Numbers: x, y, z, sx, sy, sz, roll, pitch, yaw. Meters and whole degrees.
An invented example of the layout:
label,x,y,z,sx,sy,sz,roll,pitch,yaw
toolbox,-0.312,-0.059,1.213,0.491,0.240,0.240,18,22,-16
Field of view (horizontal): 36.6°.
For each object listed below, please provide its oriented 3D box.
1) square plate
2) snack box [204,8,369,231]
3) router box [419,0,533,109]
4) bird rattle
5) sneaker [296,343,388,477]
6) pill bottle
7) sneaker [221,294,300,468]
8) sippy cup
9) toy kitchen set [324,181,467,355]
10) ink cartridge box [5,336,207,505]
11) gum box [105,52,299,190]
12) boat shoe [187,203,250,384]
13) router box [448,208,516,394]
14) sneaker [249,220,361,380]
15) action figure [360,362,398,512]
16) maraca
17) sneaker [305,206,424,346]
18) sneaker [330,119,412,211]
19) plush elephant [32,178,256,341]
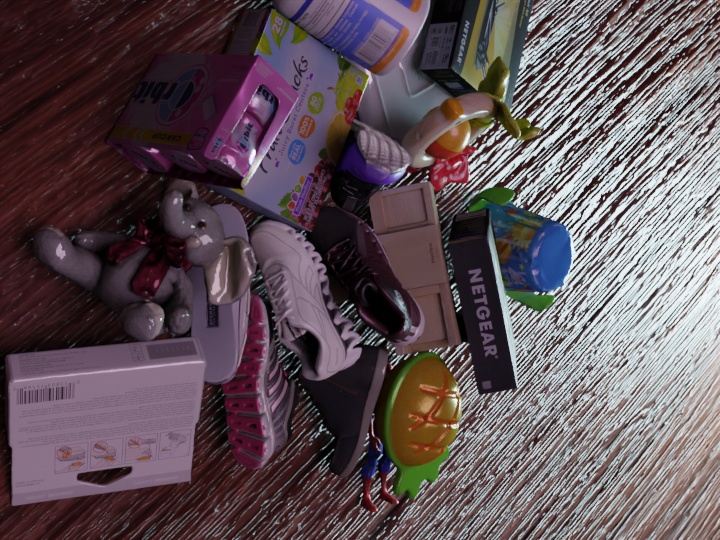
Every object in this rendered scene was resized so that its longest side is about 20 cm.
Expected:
label,x,y,z,sx,sy,sz,roll,pitch,yaw
square plate,0.067,-0.261,1.403,0.197,0.028,0.202,-33,121,-32
snack box,-0.096,-0.170,1.249,0.168,0.067,0.202,27,80,-42
router box,0.158,-0.323,1.424,0.157,0.052,0.203,24,75,-51
bird rattle,0.110,-0.175,1.345,0.162,0.199,0.114,-12,77,-49
sneaker,-0.037,0.170,1.390,0.105,0.075,0.202,14,118,-2
pill bottle,-0.030,-0.315,1.221,0.199,0.112,0.113,29,79,-19
sneaker,-0.118,0.128,1.297,0.087,0.073,0.203,-9,94,-61
sippy cup,0.224,-0.028,1.528,0.177,0.130,0.141,21,85,-42
toy kitchen set,0.038,0.009,1.414,0.180,0.161,0.203,17,63,-79
ink cartridge box,-0.269,0.158,1.145,0.197,0.045,0.178,-4,128,-23
gum box,-0.160,-0.154,1.104,0.066,0.199,0.114,39,72,-40
boat shoe,-0.156,0.029,1.240,0.066,0.071,0.203,68,19,-80
router box,0.161,0.037,1.416,0.157,0.051,0.203,-64,143,-74
sneaker,-0.074,0.035,1.270,0.081,0.075,0.202,-32,93,-48
action figure,0.031,0.221,1.469,0.065,0.051,0.203,-8,102,-37
maraca,0.075,0.200,1.408,0.136,0.106,0.203,-26,123,-39
sneaker,0.000,0.000,1.272,0.076,0.200,0.115,-42,170,6
sneaker,0.004,-0.112,1.285,0.069,0.200,0.100,24,103,-11
plush elephant,-0.202,-0.018,1.131,0.156,0.164,0.200,-54,159,-2
